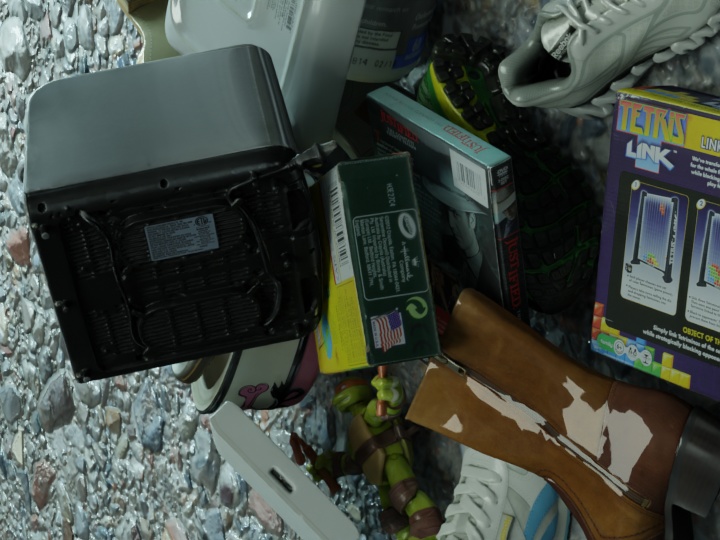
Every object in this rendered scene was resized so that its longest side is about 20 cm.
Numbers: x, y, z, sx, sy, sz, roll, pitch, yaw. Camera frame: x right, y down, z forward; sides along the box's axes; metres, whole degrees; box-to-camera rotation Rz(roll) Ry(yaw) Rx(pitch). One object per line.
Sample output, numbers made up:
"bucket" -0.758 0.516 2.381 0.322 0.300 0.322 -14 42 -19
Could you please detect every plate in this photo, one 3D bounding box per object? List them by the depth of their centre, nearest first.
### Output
"plate" -0.070 -0.200 1.313 0.200 0.032 0.201 41 127 39

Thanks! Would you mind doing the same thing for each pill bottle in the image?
"pill bottle" 0.012 -0.240 1.318 0.114 0.113 0.201 46 131 38

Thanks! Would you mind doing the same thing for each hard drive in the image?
"hard drive" -0.057 0.159 1.431 0.132 0.026 0.200 45 170 5

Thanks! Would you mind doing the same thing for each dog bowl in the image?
"dog bowl" -0.068 0.013 1.451 0.200 0.073 0.202 -168 90 -75

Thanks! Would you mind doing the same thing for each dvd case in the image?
"dvd case" 0.061 -0.006 1.264 0.146 0.022 0.202 35 143 51

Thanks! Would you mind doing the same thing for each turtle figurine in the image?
"turtle figurine" 0.014 0.143 1.427 0.162 0.064 0.200 66 148 23

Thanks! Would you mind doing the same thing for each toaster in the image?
"toaster" -0.113 -0.035 1.247 0.182 0.198 0.119 83 175 -50

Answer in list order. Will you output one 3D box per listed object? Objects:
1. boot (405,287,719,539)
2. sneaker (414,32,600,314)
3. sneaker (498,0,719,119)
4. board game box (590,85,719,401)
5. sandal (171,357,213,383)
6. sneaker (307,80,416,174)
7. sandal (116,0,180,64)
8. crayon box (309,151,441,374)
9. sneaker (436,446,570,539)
"boot" 0.114 0.133 1.209 0.199 0.068 0.190 26 123 14
"sneaker" 0.094 -0.056 1.288 0.085 0.077 0.201 117 137 -53
"sneaker" 0.158 -0.155 1.167 0.200 0.080 0.076 -47 58 45
"board game box" 0.225 -0.008 1.123 0.199 0.056 0.167 23 112 50
"sandal" -0.112 -0.020 1.390 0.082 0.054 0.202 -119 42 -68
"sneaker" 0.014 -0.081 1.397 0.200 0.075 0.106 46 164 18
"sandal" -0.145 -0.166 1.544 0.070 0.077 0.212 90 158 -46
"crayon box" 0.000 0.000 1.271 0.200 0.050 0.128 161 100 -78
"sneaker" 0.090 0.178 1.317 0.076 0.080 0.202 4 98 54
